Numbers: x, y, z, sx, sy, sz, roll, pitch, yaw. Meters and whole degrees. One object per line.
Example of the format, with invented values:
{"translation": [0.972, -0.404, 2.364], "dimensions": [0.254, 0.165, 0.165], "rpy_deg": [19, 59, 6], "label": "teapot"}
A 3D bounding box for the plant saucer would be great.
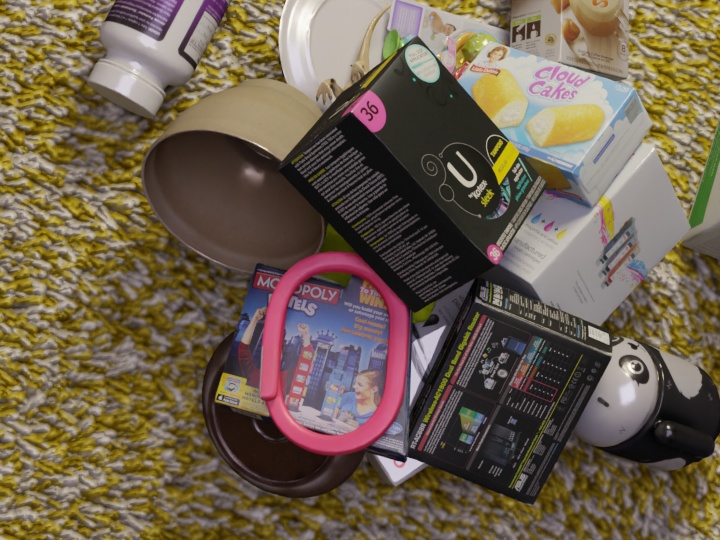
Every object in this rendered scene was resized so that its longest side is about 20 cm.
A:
{"translation": [-0.086, 0.152, 1.657], "dimensions": [0.200, 0.032, 0.200], "rpy_deg": [7, 107, 23], "label": "plant saucer"}

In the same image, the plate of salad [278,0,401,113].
{"translation": [-0.017, -0.233, 1.709], "dimensions": [0.200, 0.048, 0.200], "rpy_deg": [6, 81, -41], "label": "plate of salad"}

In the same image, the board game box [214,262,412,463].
{"translation": [-0.022, 0.070, 1.585], "dimensions": [0.200, 0.062, 0.200], "rpy_deg": [16, 77, 6], "label": "board game box"}

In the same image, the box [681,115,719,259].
{"translation": [0.487, -0.096, 1.707], "dimensions": [0.200, 0.171, 0.199], "rpy_deg": [19, 83, -2], "label": "box"}

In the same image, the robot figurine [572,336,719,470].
{"translation": [0.304, 0.141, 1.669], "dimensions": [0.200, 0.150, 0.125], "rpy_deg": [22, 66, -36], "label": "robot figurine"}

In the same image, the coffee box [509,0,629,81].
{"translation": [0.233, -0.313, 1.736], "dimensions": [0.114, 0.080, 0.200], "rpy_deg": [6, 83, -39], "label": "coffee box"}

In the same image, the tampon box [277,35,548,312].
{"translation": [0.053, -0.092, 1.513], "dimensions": [0.200, 0.126, 0.150], "rpy_deg": [47, 45, -11], "label": "tampon box"}

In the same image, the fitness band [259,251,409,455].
{"translation": [-0.025, 0.081, 1.535], "dimensions": [0.143, 0.037, 0.200], "rpy_deg": [5, 78, 1], "label": "fitness band"}

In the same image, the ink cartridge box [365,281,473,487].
{"translation": [0.076, 0.123, 1.697], "dimensions": [0.200, 0.084, 0.146], "rpy_deg": [-34, 87, -7], "label": "ink cartridge box"}

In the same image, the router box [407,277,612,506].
{"translation": [0.146, 0.124, 1.586], "dimensions": [0.150, 0.062, 0.200], "rpy_deg": [22, 115, -4], "label": "router box"}

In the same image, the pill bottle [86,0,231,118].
{"translation": [-0.216, -0.272, 1.704], "dimensions": [0.111, 0.111, 0.200], "rpy_deg": [27, 82, -1], "label": "pill bottle"}

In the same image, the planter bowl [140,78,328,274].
{"translation": [-0.108, -0.112, 1.615], "dimensions": [0.200, 0.200, 0.135], "rpy_deg": [27, 51, -1], "label": "planter bowl"}

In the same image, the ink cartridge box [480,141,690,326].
{"translation": [0.222, -0.047, 1.667], "dimensions": [0.200, 0.145, 0.145], "rpy_deg": [-46, 46, -11], "label": "ink cartridge box"}

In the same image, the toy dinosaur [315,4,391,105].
{"translation": [-0.002, -0.188, 1.651], "dimensions": [0.058, 0.101, 0.200], "rpy_deg": [-5, 84, 22], "label": "toy dinosaur"}

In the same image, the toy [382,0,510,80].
{"translation": [0.122, -0.225, 1.728], "dimensions": [0.200, 0.047, 0.115], "rpy_deg": [12, 84, -20], "label": "toy"}

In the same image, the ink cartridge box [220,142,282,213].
{"translation": [-0.062, -0.089, 1.713], "dimensions": [0.162, 0.057, 0.200], "rpy_deg": [-24, 72, -7], "label": "ink cartridge box"}

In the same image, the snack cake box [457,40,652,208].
{"translation": [0.186, -0.155, 1.623], "dimensions": [0.200, 0.067, 0.115], "rpy_deg": [26, 73, 40], "label": "snack cake box"}

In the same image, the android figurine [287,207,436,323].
{"translation": [0.000, 0.000, 1.661], "dimensions": [0.182, 0.041, 0.200], "rpy_deg": [24, 80, 17], "label": "android figurine"}
